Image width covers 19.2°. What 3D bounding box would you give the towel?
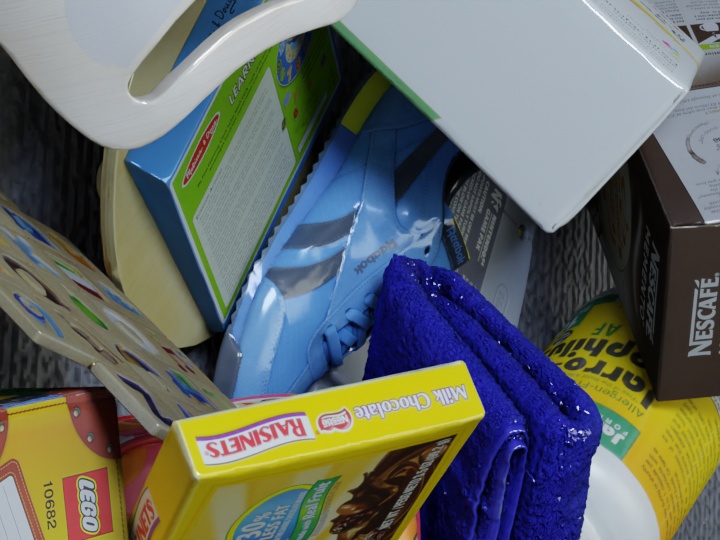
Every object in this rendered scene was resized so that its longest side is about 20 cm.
[{"bbox_3d":[0.031,0.111,0.912,0.049,0.148,0.201,-7,123,-32],"label":"towel"}]

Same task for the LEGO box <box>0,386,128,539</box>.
[{"bbox_3d":[-0.149,0.142,0.700,0.077,0.149,0.201,-9,96,-53],"label":"LEGO box"}]

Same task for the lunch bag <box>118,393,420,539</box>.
[{"bbox_3d":[-0.060,0.155,0.858,0.176,0.082,0.201,-6,93,-31],"label":"lunch bag"}]

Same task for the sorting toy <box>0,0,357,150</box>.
[{"bbox_3d":[-0.076,-0.145,0.731,0.200,0.107,0.180,-37,117,-23],"label":"sorting toy"}]

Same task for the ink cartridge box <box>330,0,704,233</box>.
[{"bbox_3d":[0.072,-0.107,0.953,0.145,0.088,0.200,43,13,2],"label":"ink cartridge box"}]

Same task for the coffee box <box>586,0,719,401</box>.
[{"bbox_3d":[0.170,-0.043,1.103,0.200,0.079,0.115,-102,-172,-51],"label":"coffee box"}]

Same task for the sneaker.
[{"bbox_3d":[0.000,0.000,0.950,0.200,0.078,0.066,-61,170,-24],"label":"sneaker"}]

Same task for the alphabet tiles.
[{"bbox_3d":[-0.108,0.005,0.739,0.006,0.200,0.166,-49,151,3],"label":"alphabet tiles"}]

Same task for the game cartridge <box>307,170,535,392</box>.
[{"bbox_3d":[0.032,0.007,1.054,0.133,0.041,0.200,42,56,-40],"label":"game cartridge"}]

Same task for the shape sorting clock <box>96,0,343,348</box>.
[{"bbox_3d":[-0.058,-0.066,0.895,0.200,0.039,0.201,17,90,-74],"label":"shape sorting clock"}]

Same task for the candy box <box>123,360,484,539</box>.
[{"bbox_3d":[-0.036,0.097,0.730,0.102,0.200,0.026,-9,61,-24],"label":"candy box"}]

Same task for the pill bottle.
[{"bbox_3d":[0.117,0.103,1.099,0.200,0.113,0.113,-46,124,-44],"label":"pill bottle"}]
